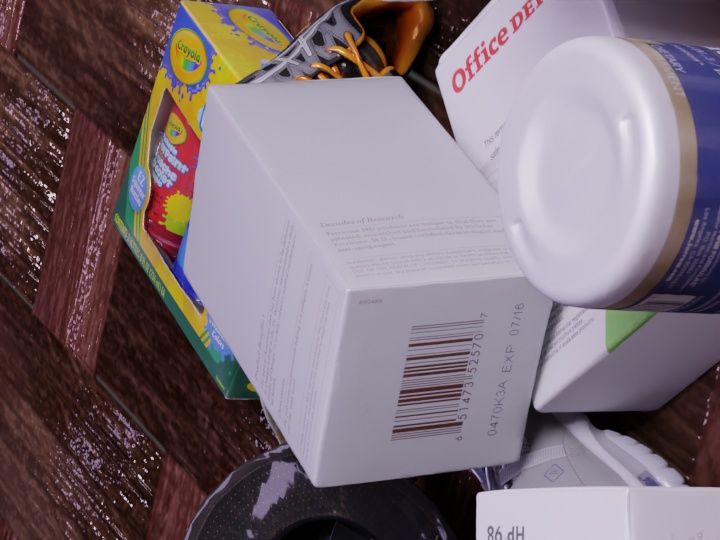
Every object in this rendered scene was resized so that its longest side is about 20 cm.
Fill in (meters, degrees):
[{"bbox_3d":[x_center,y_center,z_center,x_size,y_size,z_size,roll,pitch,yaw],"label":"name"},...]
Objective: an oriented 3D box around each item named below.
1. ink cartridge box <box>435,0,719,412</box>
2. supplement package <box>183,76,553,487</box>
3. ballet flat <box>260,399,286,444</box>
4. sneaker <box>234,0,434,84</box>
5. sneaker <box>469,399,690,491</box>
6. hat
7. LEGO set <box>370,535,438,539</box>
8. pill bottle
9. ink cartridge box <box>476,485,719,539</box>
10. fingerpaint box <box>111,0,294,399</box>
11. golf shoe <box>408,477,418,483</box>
[{"bbox_3d":[0.127,-0.051,1.266,0.146,0.083,0.201,-45,52,48],"label":"ink cartridge box"},{"bbox_3d":[0.000,0.000,1.292,0.200,0.116,0.118,-125,37,-49],"label":"supplement package"},{"bbox_3d":[-0.031,0.036,1.488,0.067,0.068,0.202,8,109,20],"label":"ballet flat"},{"bbox_3d":[-0.021,-0.101,1.444,0.077,0.078,0.200,-31,19,40],"label":"sneaker"},{"bbox_3d":[0.086,0.107,1.301,0.200,0.082,0.075,25,146,56],"label":"sneaker"},{"bbox_3d":[-0.002,0.191,1.443,0.199,0.081,0.202,2,95,26],"label":"hat"},{"bbox_3d":[0.041,0.209,1.284,0.199,0.153,0.117,24,129,43],"label":"LEGO set"},{"bbox_3d":[0.167,-0.037,1.092,0.111,0.199,0.112,-6,83,57],"label":"pill bottle"},{"bbox_3d":[0.131,0.130,1.138,0.116,0.199,0.067,-10,79,57],"label":"ink cartridge box"},{"bbox_3d":[-0.070,-0.045,1.593,0.200,0.073,0.168,53,132,45],"label":"fingerpaint box"},{"bbox_3d":[0.034,0.038,1.424,0.097,0.078,0.202,18,105,51],"label":"golf shoe"}]
